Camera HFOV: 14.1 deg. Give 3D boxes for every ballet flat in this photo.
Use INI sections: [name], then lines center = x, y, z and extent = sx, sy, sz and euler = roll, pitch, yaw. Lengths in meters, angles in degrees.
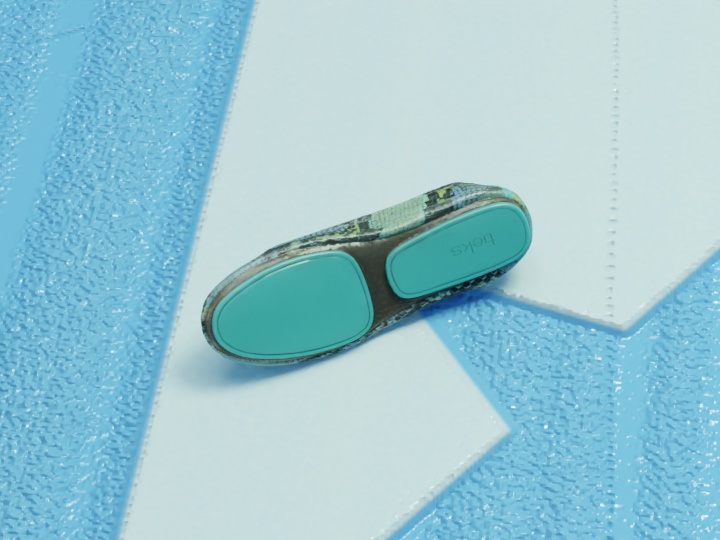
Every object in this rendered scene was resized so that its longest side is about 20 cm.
[ballet flat]
center = 0.000, 0.000, 1.653
extent = 0.199, 0.075, 0.074
euler = -16, 46, -11
